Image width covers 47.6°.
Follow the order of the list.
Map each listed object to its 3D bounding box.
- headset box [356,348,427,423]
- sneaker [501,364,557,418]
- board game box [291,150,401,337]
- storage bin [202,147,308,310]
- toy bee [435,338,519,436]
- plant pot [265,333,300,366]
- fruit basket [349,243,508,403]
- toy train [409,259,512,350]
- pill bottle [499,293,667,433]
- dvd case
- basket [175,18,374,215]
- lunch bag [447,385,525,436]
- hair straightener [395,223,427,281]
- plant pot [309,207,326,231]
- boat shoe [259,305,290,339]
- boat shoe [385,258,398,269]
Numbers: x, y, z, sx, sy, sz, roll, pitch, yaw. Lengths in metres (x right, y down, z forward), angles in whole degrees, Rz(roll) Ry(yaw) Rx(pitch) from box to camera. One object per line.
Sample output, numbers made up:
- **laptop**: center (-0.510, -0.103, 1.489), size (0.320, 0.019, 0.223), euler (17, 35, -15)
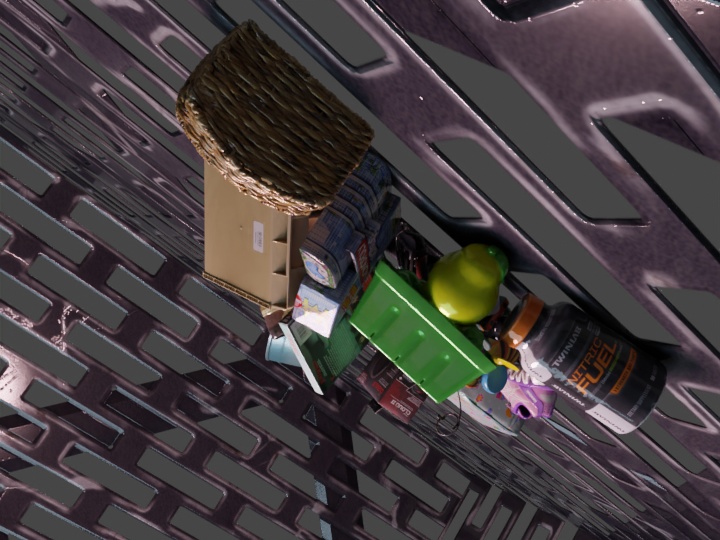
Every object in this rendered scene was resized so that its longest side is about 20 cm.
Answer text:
- **headset box**: center (0.084, 0.174, 1.480), size (0.075, 0.200, 0.149), euler (37, 179, -18)
- **sneaker**: center (0.272, 0.206, 1.402), size (0.080, 0.089, 0.200), euler (3, 179, -21)
- **board game box**: center (-0.020, -0.023, 1.047), size (0.061, 0.201, 0.200), euler (27, 166, 10)
- **storage bin**: center (-0.135, -0.067, 1.158), size (0.093, 0.202, 0.198), euler (-13, -155, -43)
- **toy bee**: center (0.180, 0.143, 1.243), size (0.130, 0.200, 0.109), euler (-4, 128, 36)
- **plant pot**: center (-0.111, 0.149, 1.984), size (0.187, 0.201, 0.200), euler (17, 166, 3)
- **fruit basket**: center (0.109, 0.043, 1.066), size (0.215, 0.216, 0.156), euler (33, -176, 2)
- **toy train**: center (0.138, 0.046, 1.210), size (0.199, 0.085, 0.114), euler (17, 150, 51)
- **pill bottle**: center (0.277, 0.111, 1.037), size (0.199, 0.107, 0.106), euler (33, 167, 1)
- **dvd case**: center (-0.022, 0.058, 1.166), size (0.022, 0.200, 0.147), euler (16, 142, 39)
- **basket**: center (-0.112, -0.154, 0.926), size (0.200, 0.143, 0.149), euler (38, 166, -21)
- **lunch bag**: center (0.253, 0.272, 1.761), size (0.200, 0.077, 0.160), euler (38, 168, -20)
- **hair straightener**: center (0.065, 0.023, 1.179), size (0.077, 0.041, 0.201), euler (21, 128, 44)
- **plant pot**: center (-0.059, -0.019, 1.311), size (0.200, 0.201, 0.093), euler (38, -156, -19)
- **boat shoe**: center (-0.050, 0.060, 1.231), size (0.072, 0.199, 0.067), euler (148, 110, -68)
- **boat shoe**: center (0.000, 0.000, 1.393), size (0.199, 0.068, 0.072), euler (31, 167, 11)
